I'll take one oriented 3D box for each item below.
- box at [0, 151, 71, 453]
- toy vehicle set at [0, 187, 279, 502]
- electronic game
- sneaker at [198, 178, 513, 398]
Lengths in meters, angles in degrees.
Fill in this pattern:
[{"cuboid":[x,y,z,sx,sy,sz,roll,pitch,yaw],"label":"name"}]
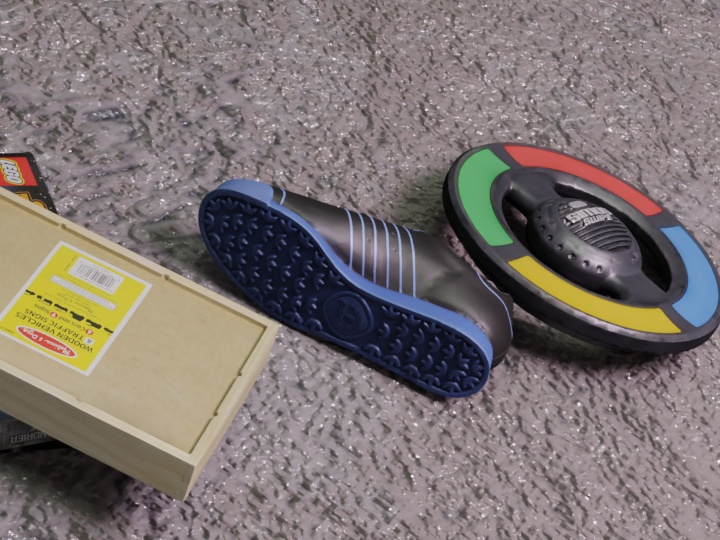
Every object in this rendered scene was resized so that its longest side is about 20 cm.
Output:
[{"cuboid":[-0.218,0.014,1.038,0.136,0.040,0.201,-3,44,-27],"label":"box"},{"cuboid":[-0.153,0.029,0.998,0.198,0.027,0.125,26,38,4],"label":"toy vehicle set"},{"cuboid":[0.144,-0.017,1.232,0.198,0.042,0.201,19,32,-12],"label":"electronic game"},{"cuboid":[0.000,0.000,1.142,0.199,0.070,0.078,32,35,3],"label":"sneaker"}]
